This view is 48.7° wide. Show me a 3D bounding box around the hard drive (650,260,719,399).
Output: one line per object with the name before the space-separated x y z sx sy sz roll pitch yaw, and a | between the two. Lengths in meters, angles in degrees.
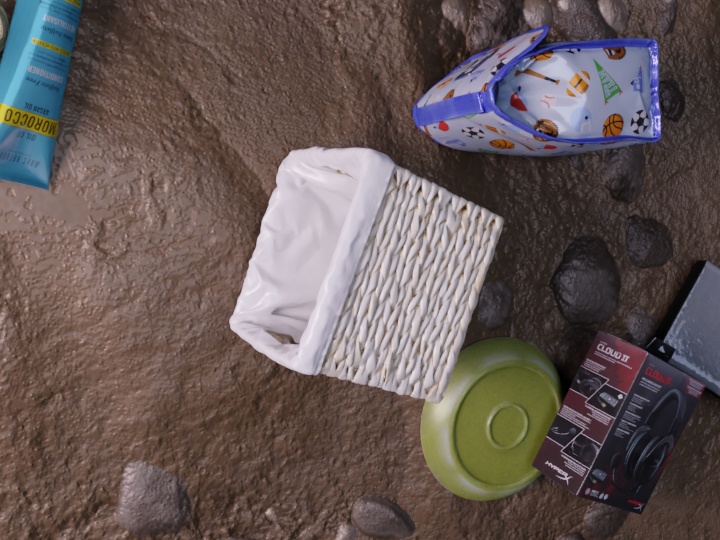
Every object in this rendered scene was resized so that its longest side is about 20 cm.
hard drive | 0.486 0.097 1.029 0.200 0.033 0.140 32 85 -6

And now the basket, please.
basket | 0.000 0.000 0.760 0.161 0.198 0.200 19 89 -27

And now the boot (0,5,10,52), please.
boot | -0.372 -0.182 0.603 0.200 0.155 0.073 -14 101 -21

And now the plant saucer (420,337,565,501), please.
plant saucer | 0.166 0.179 0.937 0.200 0.031 0.200 -3 97 -23

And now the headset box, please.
headset box | 0.313 0.174 0.946 0.149 0.077 0.200 26 92 -39

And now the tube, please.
tube | -0.286 -0.174 0.697 0.077 0.050 0.200 11 94 -53

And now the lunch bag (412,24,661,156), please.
lunch bag | 0.175 -0.178 0.821 0.200 0.170 0.124 -8 96 -21
